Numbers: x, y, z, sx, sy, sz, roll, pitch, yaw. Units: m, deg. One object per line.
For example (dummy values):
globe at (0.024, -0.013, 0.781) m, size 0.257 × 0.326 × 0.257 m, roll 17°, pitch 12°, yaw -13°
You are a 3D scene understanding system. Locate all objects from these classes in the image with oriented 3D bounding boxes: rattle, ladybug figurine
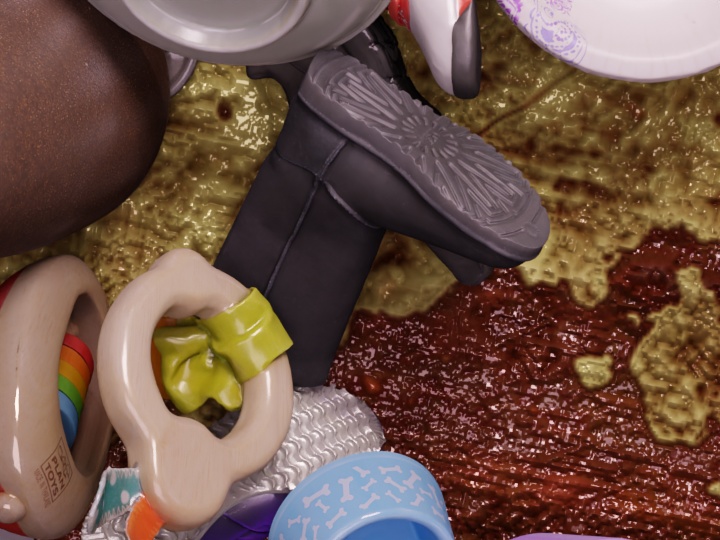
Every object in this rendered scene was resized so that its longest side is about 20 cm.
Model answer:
rattle at (-0.127, 0.095, 0.967) m, size 0.142 × 0.202 × 0.130 m, roll -9°, pitch 140°, yaw 32°
ladybug figurine at (-0.189, 0.072, 0.997) m, size 0.071 × 0.201 × 0.137 m, roll -6°, pitch 119°, yaw 8°

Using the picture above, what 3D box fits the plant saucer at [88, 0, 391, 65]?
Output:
plant saucer at (-0.074, -0.166, 0.904) m, size 0.198 × 0.051 × 0.201 m, roll 5°, pitch 142°, yaw 4°

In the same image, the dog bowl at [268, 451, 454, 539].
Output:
dog bowl at (0.020, 0.202, 1.043) m, size 0.111 × 0.050 × 0.201 m, roll -25°, pitch 121°, yaw -7°

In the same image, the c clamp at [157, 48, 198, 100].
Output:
c clamp at (-0.180, -0.188, 1.038) m, size 0.198 × 0.027 × 0.173 m, roll 18°, pitch 99°, yaw 0°

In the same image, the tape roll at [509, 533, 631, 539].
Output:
tape roll at (0.124, 0.256, 1.020) m, size 0.199 × 0.065 × 0.203 m, roll 4°, pitch 84°, yaw -37°

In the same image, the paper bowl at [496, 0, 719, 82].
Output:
paper bowl at (0.157, -0.209, 0.982) m, size 0.198 × 0.104 × 0.203 m, roll 0°, pitch 99°, yaw 2°

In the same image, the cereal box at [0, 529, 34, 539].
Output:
cereal box at (-0.265, 0.119, 1.039) m, size 0.039 × 0.143 × 0.202 m, roll 4°, pitch 103°, yaw 42°

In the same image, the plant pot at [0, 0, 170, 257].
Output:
plant pot at (-0.213, -0.081, 0.956) m, size 0.185 × 0.200 × 0.189 m, roll 2°, pitch 107°, yaw 5°

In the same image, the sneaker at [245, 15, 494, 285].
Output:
sneaker at (0.009, -0.072, 1.034) m, size 0.090 × 0.076 × 0.201 m, roll -33°, pitch 89°, yaw 16°

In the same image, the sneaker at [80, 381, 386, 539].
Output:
sneaker at (-0.080, 0.139, 1.066) m, size 0.199 × 0.100 × 0.070 m, roll -24°, pitch 65°, yaw -21°

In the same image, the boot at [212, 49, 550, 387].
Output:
boot at (-0.001, -0.001, 0.994) m, size 0.164 × 0.066 × 0.201 m, roll 40°, pitch 128°, yaw 13°

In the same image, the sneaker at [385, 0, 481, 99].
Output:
sneaker at (0.006, -0.183, 0.988) m, size 0.107 × 0.067 × 0.204 m, roll -9°, pitch 74°, yaw 3°
